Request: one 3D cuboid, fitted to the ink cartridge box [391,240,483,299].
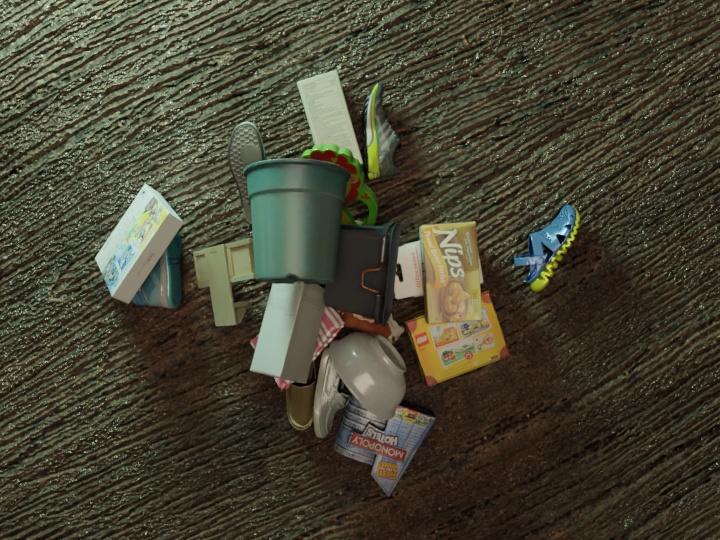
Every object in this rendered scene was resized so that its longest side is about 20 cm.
[{"bbox_3d":[0.160,-0.011,1.155,0.195,0.067,0.120,-10,92,-1],"label":"ink cartridge box"}]

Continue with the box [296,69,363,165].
[{"bbox_3d":[-0.063,-0.310,1.129,0.093,0.078,0.205,-15,93,1],"label":"box"}]

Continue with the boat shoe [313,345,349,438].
[{"bbox_3d":[-0.059,0.272,1.161,0.070,0.070,0.206,7,90,14],"label":"boat shoe"}]

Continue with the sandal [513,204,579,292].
[{"bbox_3d":[0.408,-0.058,1.155,0.086,0.079,0.203,30,91,1],"label":"sandal"}]

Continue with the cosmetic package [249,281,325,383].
[{"bbox_3d":[-0.141,0.119,1.066,0.080,0.113,0.204,9,75,26],"label":"cosmetic package"}]

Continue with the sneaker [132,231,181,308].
[{"bbox_3d":[-0.462,-0.017,1.140,0.127,0.080,0.205,-3,85,7],"label":"sneaker"}]

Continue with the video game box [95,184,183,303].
[{"bbox_3d":[-0.465,-0.061,1.094,0.047,0.182,0.202,33,93,-42],"label":"video game box"}]

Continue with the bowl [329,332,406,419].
[{"bbox_3d":[0.033,0.199,1.093,0.090,0.201,0.202,-41,93,11],"label":"bowl"}]

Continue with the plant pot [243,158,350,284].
[{"bbox_3d":[-0.117,-0.078,0.957,0.195,0.200,0.201,1,85,-1],"label":"plant pot"}]

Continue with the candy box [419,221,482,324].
[{"bbox_3d":[0.187,0.005,1.092,0.113,0.055,0.205,-4,88,-1],"label":"candy box"}]

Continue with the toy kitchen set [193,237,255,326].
[{"bbox_3d":[-0.232,0.023,1.149,0.197,0.179,0.167,-8,90,39],"label":"toy kitchen set"}]

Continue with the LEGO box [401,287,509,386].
[{"bbox_3d":[0.209,0.145,1.160,0.196,0.077,0.152,-20,93,0],"label":"LEGO box"}]

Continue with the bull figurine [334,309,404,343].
[{"bbox_3d":[0.010,0.089,1.160,0.195,0.065,0.124,13,90,-3],"label":"bull figurine"}]

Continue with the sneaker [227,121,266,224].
[{"bbox_3d":[-0.217,-0.217,1.089,0.075,0.147,0.206,0,119,2],"label":"sneaker"}]

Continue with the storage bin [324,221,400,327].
[{"bbox_3d":[0.000,0.000,1.056,0.131,0.146,0.205,7,103,11],"label":"storage bin"}]

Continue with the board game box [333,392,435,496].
[{"bbox_3d":[0.044,0.387,1.179,0.196,0.062,0.204,18,92,-2],"label":"board game box"}]

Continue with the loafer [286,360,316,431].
[{"bbox_3d":[-0.132,0.260,1.164,0.074,0.067,0.205,1,92,1],"label":"loafer"}]

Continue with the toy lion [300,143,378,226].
[{"bbox_3d":[-0.049,-0.158,1.093,0.197,0.069,0.193,24,124,-8],"label":"toy lion"}]

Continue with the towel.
[{"bbox_3d":[-0.139,0.136,1.136,0.200,0.030,0.146,-47,59,5],"label":"towel"}]

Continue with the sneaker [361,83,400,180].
[{"bbox_3d":[0.046,-0.301,1.143,0.079,0.074,0.205,-3,99,-10],"label":"sneaker"}]
